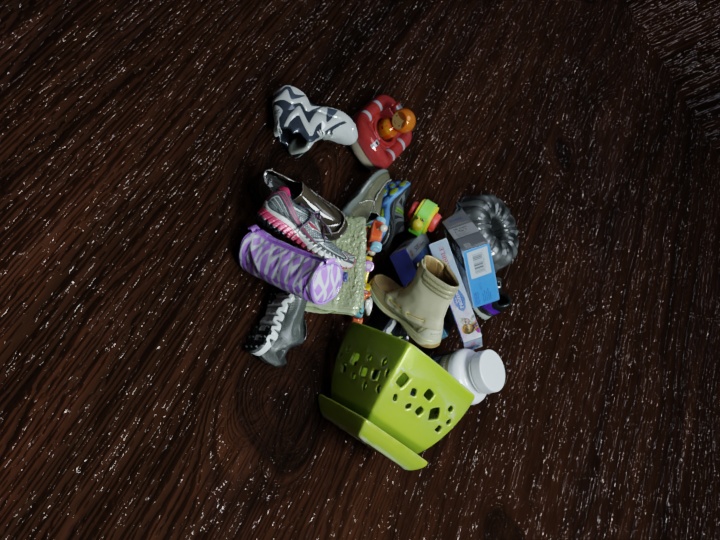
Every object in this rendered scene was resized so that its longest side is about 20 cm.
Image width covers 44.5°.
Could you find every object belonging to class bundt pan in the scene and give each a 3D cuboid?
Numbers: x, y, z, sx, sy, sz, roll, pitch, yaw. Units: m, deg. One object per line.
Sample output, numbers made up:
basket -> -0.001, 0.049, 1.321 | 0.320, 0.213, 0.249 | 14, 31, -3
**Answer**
bundt pan -> 0.311, -0.093, 2.110 | 0.200, 0.075, 0.205 | 20, 62, -42

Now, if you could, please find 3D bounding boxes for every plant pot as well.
plant pot -> 0.051, 0.233, 1.594 | 0.198, 0.199, 0.183 | 38, 78, -31

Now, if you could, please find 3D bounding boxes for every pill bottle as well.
pill bottle -> 0.185, 0.218, 1.755 | 0.110, 0.199, 0.113 | 21, 60, -41

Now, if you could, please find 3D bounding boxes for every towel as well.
towel -> -0.059, -0.015, 1.642 | 0.146, 0.037, 0.203 | 4, 67, 2

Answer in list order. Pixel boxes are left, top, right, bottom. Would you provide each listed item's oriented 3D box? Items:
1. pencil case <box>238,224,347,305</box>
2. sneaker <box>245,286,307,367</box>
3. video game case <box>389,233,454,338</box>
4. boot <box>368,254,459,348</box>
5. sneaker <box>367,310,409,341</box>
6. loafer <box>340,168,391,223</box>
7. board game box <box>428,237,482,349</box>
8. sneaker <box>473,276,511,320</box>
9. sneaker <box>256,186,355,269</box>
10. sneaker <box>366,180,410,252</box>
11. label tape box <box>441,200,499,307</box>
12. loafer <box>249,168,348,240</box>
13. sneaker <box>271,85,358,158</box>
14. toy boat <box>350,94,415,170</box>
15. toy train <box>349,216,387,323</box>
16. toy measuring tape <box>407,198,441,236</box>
pencil case -> -0.122, -0.009, 1.512 | 0.084, 0.198, 0.087 | -30, 130, -44
sneaker -> -0.127, 0.086, 1.566 | 0.091, 0.066, 0.201 | 49, 56, -33
video game case -> 0.141, 0.030, 1.854 | 0.202, 0.045, 0.181 | 64, 21, -7
boot -> 0.100, 0.030, 1.679 | 0.072, 0.157, 0.200 | -11, 42, -36
sneaker -> 0.071, 0.118, 1.768 | 0.083, 0.071, 0.200 | 57, 42, -15
loafer -> 0.009, -0.129, 1.792 | 0.070, 0.075, 0.201 | 43, 56, -8
board game box -> 0.191, 0.054, 1.756 | 0.200, 0.041, 0.202 | 53, 18, -76
sneaker -> 0.271, 0.029, 1.997 | 0.200, 0.099, 0.070 | 40, 47, -31
sneaker -> -0.086, -0.069, 1.565 | 0.199, 0.080, 0.075 | 36, 82, -21
sneaker -> 0.059, -0.118, 1.863 | 0.201, 0.070, 0.083 | -68, 145, -41
label tape box -> 0.222, -0.037, 1.868 | 0.201, 0.062, 0.146 | -116, -171, -57
loafer -> -0.111, -0.120, 1.612 | 0.198, 0.071, 0.074 | 27, 68, -7
sneaker -> -0.093, -0.263, 1.734 | 0.198, 0.079, 0.131 | 29, 57, -37
toy boat -> 0.062, -0.304, 1.878 | 0.131, 0.130, 0.200 | 55, 43, -15
toy train -> 0.000, 0.000, 1.701 | 0.055, 0.150, 0.203 | 14, 65, -7
toy measuring tape -> 0.147, -0.127, 1.908 | 0.074, 0.073, 0.200 | 63, 23, -8
